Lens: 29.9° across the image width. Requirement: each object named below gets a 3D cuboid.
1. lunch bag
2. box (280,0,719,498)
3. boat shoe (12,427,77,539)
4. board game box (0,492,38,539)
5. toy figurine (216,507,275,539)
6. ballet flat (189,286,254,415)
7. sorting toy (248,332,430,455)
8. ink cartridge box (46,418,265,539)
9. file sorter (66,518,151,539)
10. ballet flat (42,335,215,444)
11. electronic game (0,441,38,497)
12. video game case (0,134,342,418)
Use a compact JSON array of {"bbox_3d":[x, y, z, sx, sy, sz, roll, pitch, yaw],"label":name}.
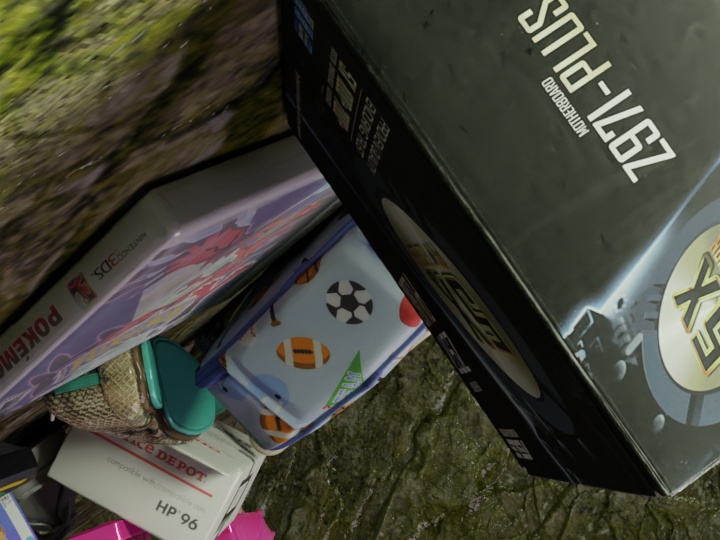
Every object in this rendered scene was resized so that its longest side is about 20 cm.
[{"bbox_3d":[0.000,0.000,0.725,0.200,0.076,0.160,-40,-169,31],"label":"lunch bag"},{"bbox_3d":[0.055,-0.024,0.418,0.086,0.164,0.200,-34,176,-6],"label":"box"},{"bbox_3d":[-0.234,0.166,0.977,0.072,0.069,0.200,-32,176,-25],"label":"boat shoe"},{"bbox_3d":[-0.251,0.178,0.649,0.134,0.045,0.200,-28,-176,8],"label":"board game box"},{"bbox_3d":[-0.152,0.199,1.208,0.150,0.184,0.200,-34,176,5],"label":"toy figurine"},{"bbox_3d":[-0.058,0.035,0.958,0.200,0.071,0.071,-38,174,35],"label":"ballet flat"},{"bbox_3d":[0.004,0.034,0.988,0.185,0.036,0.200,-40,-163,21],"label":"sorting toy"},{"bbox_3d":[-0.137,0.133,0.926,0.068,0.116,0.200,-63,176,-1],"label":"ink cartridge box"},{"bbox_3d":[-0.201,0.252,0.930,0.139,0.126,0.200,-19,173,-5],"label":"file sorter"},{"bbox_3d":[-0.136,0.068,0.766,0.075,0.068,0.200,-13,171,2],"label":"ballet flat"},{"bbox_3d":[-0.231,0.123,0.572,0.200,0.042,0.200,-26,177,-2],"label":"electronic game"},{"bbox_3d":[-0.072,-0.006,0.604,0.182,0.023,0.200,-38,174,38],"label":"video game case"}]
